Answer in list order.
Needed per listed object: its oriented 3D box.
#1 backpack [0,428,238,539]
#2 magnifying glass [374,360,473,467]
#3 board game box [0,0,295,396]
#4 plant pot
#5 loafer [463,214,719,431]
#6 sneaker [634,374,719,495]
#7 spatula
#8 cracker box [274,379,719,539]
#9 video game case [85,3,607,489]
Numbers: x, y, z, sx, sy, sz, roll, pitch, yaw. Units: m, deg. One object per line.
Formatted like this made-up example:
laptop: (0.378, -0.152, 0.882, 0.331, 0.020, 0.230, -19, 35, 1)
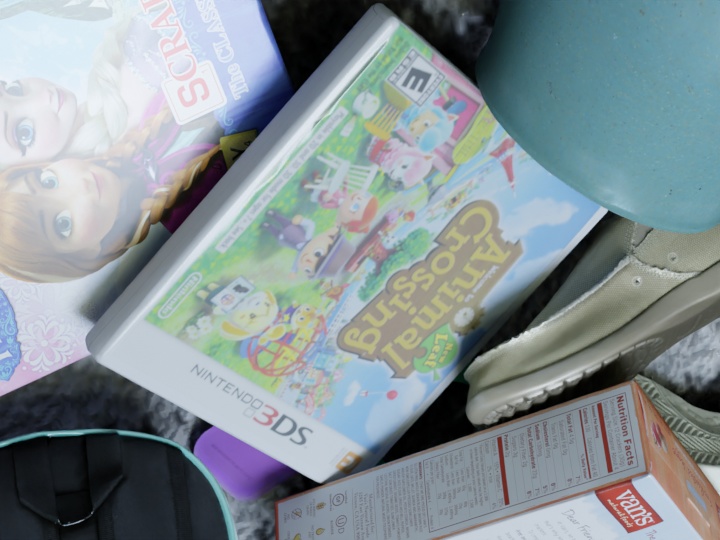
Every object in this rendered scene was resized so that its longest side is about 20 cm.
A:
backpack: (-0.133, 0.178, 0.819, 0.174, 0.153, 0.202, -7, 81, -9)
magnifying glass: (0.068, 0.121, 0.945, 0.079, 0.022, 0.200, -36, 119, 2)
board game box: (-0.128, -0.062, 0.772, 0.198, 0.041, 0.201, -25, 121, -5)
plant pot: (0.149, -0.129, 0.754, 0.198, 0.201, 0.189, 17, 123, -25)
loafer: (0.128, 0.013, 0.874, 0.199, 0.069, 0.076, -29, 159, -17)
sneaker: (0.162, 0.113, 0.943, 0.198, 0.075, 0.085, 17, 123, -18)
spatula: (0.000, 0.043, 0.880, 0.200, 0.021, 0.057, -43, 126, 5)
cracker box: (0.074, 0.137, 0.875, 0.198, 0.058, 0.134, -20, 139, 20)
video game case: (0.000, 0.000, 0.815, 0.200, 0.022, 0.182, -48, 133, 8)
